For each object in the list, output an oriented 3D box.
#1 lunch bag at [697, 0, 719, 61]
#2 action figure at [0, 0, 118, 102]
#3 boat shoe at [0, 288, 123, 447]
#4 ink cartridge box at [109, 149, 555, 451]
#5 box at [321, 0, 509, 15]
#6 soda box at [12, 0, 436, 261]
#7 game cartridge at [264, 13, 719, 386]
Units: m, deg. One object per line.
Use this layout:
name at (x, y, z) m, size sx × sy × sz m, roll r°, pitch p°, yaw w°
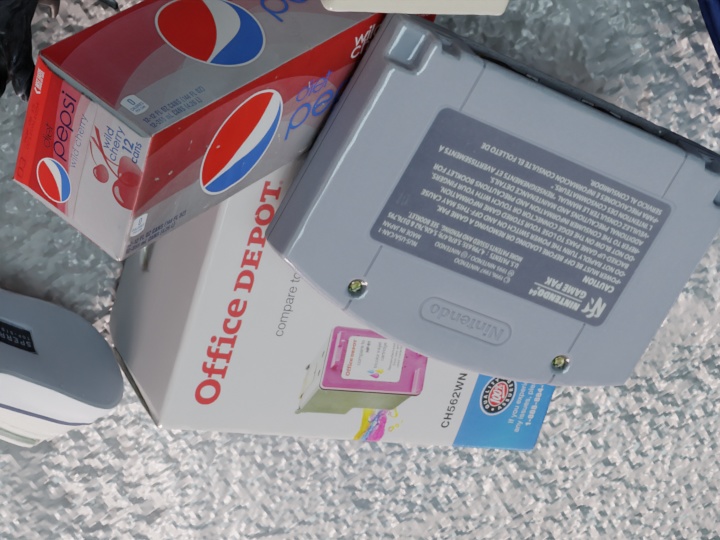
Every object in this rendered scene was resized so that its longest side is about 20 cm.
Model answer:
lunch bag at (0.225, -0.126, 1.135) m, size 0.132 × 0.136 × 0.201 m, roll -29°, pitch 125°, yaw -6°
action figure at (-0.202, -0.093, 0.987) m, size 0.199 × 0.119 × 0.102 m, roll -27°, pitch 135°, yaw 1°
boat shoe at (-0.200, 0.036, 1.085) m, size 0.086 × 0.075 × 0.202 m, roll -33°, pitch 147°, yaw 24°
ink cartridge box at (0.000, 0.000, 1.145) m, size 0.199 × 0.085 × 0.145 m, roll 6°, pitch 116°, yaw -25°
box at (0.036, -0.196, 0.899) m, size 0.077 × 0.095 × 0.201 m, roll -2°, pitch 137°, yaw -23°
soda box at (-0.050, -0.083, 1.024) m, size 0.200 × 0.063 × 0.070 m, roll -34°, pitch 151°, yaw -45°
game cartridge at (0.061, -0.022, 1.086) m, size 0.199 × 0.042 × 0.134 m, roll 21°, pitch 111°, yaw -33°
